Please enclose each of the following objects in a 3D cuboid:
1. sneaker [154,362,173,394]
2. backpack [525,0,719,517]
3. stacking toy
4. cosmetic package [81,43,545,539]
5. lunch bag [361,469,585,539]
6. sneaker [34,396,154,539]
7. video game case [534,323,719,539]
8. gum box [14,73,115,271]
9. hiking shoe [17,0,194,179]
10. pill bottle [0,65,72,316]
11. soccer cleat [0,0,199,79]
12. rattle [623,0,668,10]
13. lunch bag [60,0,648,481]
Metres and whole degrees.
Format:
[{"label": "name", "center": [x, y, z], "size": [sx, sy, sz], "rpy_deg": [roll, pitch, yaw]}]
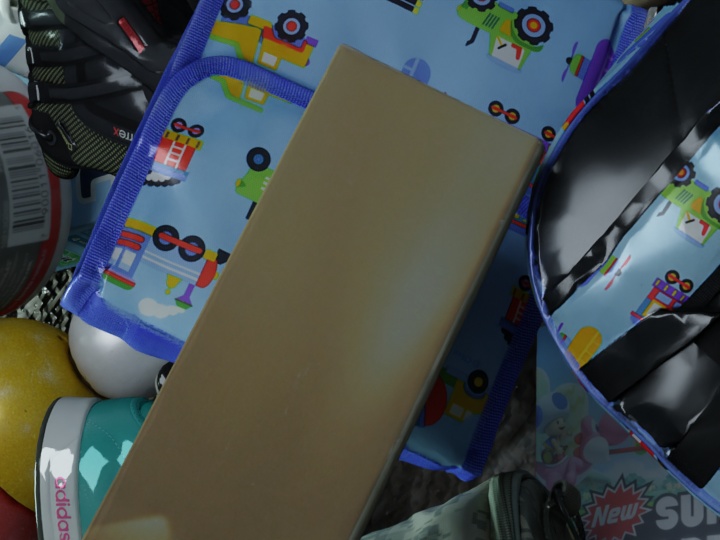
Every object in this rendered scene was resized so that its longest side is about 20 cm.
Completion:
[{"label": "sneaker", "center": [0.000, 0.000, 0.909], "size": [0.201, 0.087, 0.076], "rpy_deg": [-53, 54, 7]}, {"label": "backpack", "center": [0.149, -0.012, 0.734], "size": [0.182, 0.135, 0.200], "rpy_deg": [44, 80, 4]}, {"label": "stacking toy", "center": [-0.148, 0.071, 0.954], "size": [0.199, 0.146, 0.147], "rpy_deg": [-31, 61, 15]}, {"label": "cosmetic package", "center": [-0.023, 0.046, 0.694], "size": [0.071, 0.105, 0.201], "rpy_deg": [26, 71, 2]}, {"label": "lunch bag", "center": [0.001, 0.172, 0.770], "size": [0.199, 0.139, 0.169], "rpy_deg": [-24, 59, 14]}, {"label": "sneaker", "center": [-0.049, 0.141, 0.887], "size": [0.120, 0.084, 0.202], "rpy_deg": [-3, 110, 12]}, {"label": "video game case", "center": [0.127, 0.064, 0.831], "size": [0.142, 0.017, 0.202], "rpy_deg": [-11, 64, 30]}, {"label": "gum box", "center": [-0.099, -0.097, 1.027], "size": [0.199, 0.044, 0.172], "rpy_deg": [-15, 68, 29]}, {"label": "hiking shoe", "center": [-0.111, -0.087, 0.912], "size": [0.200, 0.076, 0.101], "rpy_deg": [50, 122, 15]}, {"label": "pill bottle", "center": [-0.220, -0.021, 0.926], "size": [0.113, 0.199, 0.115], "rpy_deg": [8, 103, 35]}, {"label": "soccer cleat", "center": [-0.149, -0.118, 0.985], "size": [0.199, 0.086, 0.070], "rpy_deg": [10, 81, 34]}, {"label": "rattle", "center": [0.094, -0.179, 0.938], "size": [0.129, 0.143, 0.201], "rpy_deg": [25, 72, 4]}, {"label": "lunch bag", "center": [-0.006, -0.025, 0.808], "size": [0.094, 0.150, 0.201], "rpy_deg": [128, 165, -61]}]
